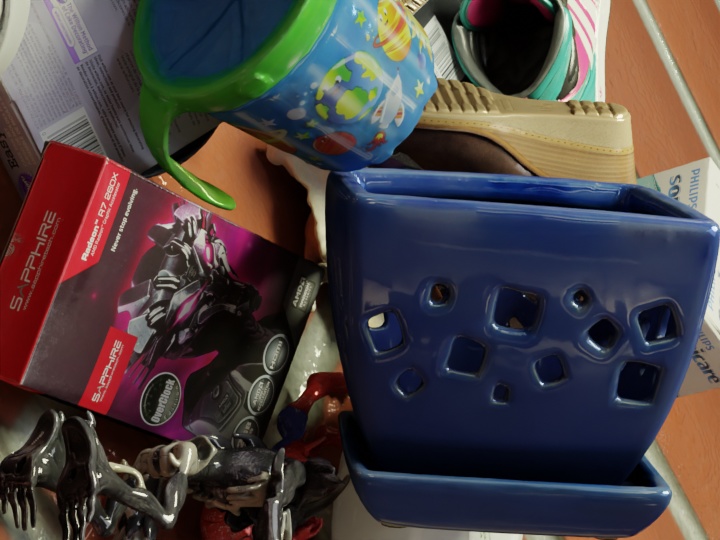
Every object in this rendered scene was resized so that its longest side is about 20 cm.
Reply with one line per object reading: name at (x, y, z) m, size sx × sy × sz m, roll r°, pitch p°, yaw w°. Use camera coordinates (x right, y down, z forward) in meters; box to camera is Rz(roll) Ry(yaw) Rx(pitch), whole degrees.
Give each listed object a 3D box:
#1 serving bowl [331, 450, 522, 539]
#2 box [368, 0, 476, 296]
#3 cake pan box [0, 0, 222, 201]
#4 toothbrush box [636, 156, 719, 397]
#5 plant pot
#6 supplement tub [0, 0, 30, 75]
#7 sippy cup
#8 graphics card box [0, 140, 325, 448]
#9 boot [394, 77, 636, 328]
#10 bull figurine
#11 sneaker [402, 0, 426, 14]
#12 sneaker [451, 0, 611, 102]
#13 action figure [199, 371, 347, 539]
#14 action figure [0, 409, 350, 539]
serving bowl at (0.057, 0.151, 1.313) m, size 0.200 × 0.065 × 0.202 m, roll -14°, pitch 106°, yaw -61°
box at (0.047, -0.092, 1.430) m, size 0.201 × 0.114 × 0.132 m, roll 60°, pitch 34°, yaw -18°
cake pan box at (-0.141, -0.148, 1.145) m, size 0.184 × 0.052 × 0.201 m, roll -36°, pitch 107°, yaw -31°
toothbrush box at (0.178, 0.021, 1.504) m, size 0.085 × 0.199 × 0.147 m, roll 48°, pitch 38°, yaw -35°
plant pot at (0.078, 0.043, 1.157) m, size 0.200 × 0.198 × 0.181 m, roll -115°, pitch -152°, yaw -82°
supplement tub at (-0.253, -0.122, 0.917) m, size 0.200 × 0.144 × 0.146 m, roll -22°, pitch 94°, yaw -60°
sippy cup at (-0.031, -0.122, 1.123) m, size 0.130 × 0.177 × 0.140 m, roll 34°, pitch 39°, yaw -42°
graphics card box at (-0.111, 0.023, 1.126) m, size 0.200 × 0.051 × 0.126 m, roll 29°, pitch 80°, yaw -52°
boot at (0.075, -0.031, 1.332) m, size 0.072 × 0.198 × 0.168 m, roll -83°, pitch 179°, yaw -67°
bull figurine at (0.000, 0.000, 1.356) m, size 0.200 × 0.065 × 0.122 m, roll 54°, pitch 39°, yaw -25°
sneaker at (0.009, -0.209, 1.371) m, size 0.070 × 0.108 × 0.201 m, roll 36°, pitch 56°, yaw -14°
sneaker at (0.111, -0.179, 1.391) m, size 0.121 × 0.083 × 0.202 m, roll 37°, pitch 46°, yaw -57°
action figure at (-0.048, 0.129, 1.221) m, size 0.200 × 0.051 × 0.066 m, roll -47°, pitch 140°, yaw -54°
action figure at (-0.090, 0.130, 1.083) m, size 0.199 × 0.118 × 0.103 m, roll 16°, pitch 76°, yaw -43°
